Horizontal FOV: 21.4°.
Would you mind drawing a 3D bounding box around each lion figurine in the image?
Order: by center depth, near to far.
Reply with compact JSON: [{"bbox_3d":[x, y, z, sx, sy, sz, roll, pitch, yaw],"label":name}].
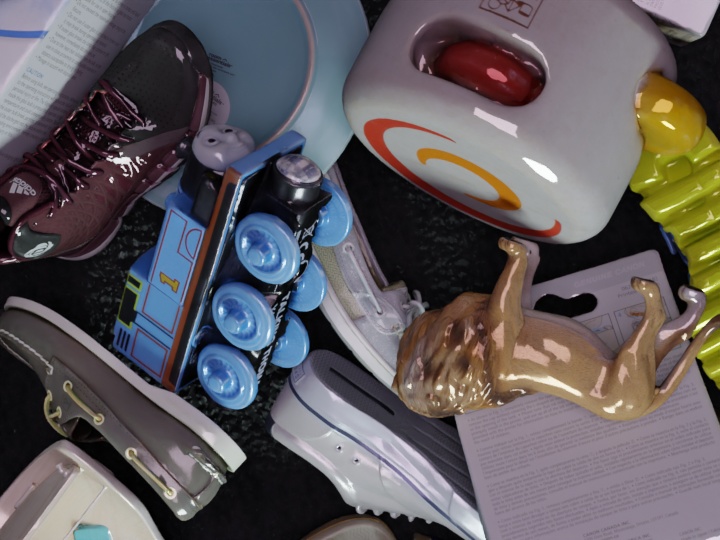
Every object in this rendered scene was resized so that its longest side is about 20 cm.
[{"bbox_3d":[0.124,0.052,1.175,0.199,0.072,0.123,16,97,10],"label":"lion figurine"}]

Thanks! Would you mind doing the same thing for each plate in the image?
[{"bbox_3d":[-0.090,-0.132,1.239,0.199,0.026,0.201,-3,80,16],"label":"plate"}]

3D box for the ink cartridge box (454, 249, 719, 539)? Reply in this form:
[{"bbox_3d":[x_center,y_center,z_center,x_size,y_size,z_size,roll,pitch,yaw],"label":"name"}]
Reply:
[{"bbox_3d":[0.144,0.103,1.216,0.162,0.050,0.201,-17,63,3],"label":"ink cartridge box"}]

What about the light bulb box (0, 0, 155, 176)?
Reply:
[{"bbox_3d":[-0.248,-0.196,1.208,0.198,0.125,0.200,36,93,10],"label":"light bulb box"}]

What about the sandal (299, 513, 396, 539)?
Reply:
[{"bbox_3d":[-0.051,0.242,1.254,0.200,0.054,0.080,-35,109,-13],"label":"sandal"}]

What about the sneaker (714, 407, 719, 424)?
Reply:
[{"bbox_3d":[0.187,0.095,1.248,0.199,0.070,0.076,9,99,2],"label":"sneaker"}]

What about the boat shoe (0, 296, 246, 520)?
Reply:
[{"bbox_3d":[-0.168,0.086,1.233,0.201,0.072,0.060,32,76,22],"label":"boat shoe"}]

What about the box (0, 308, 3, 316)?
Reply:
[{"bbox_3d":[-0.285,0.078,1.196,0.060,0.200,0.117,14,92,1],"label":"box"}]

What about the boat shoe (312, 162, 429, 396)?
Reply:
[{"bbox_3d":[0.000,-0.001,1.251,0.065,0.074,0.202,-34,85,7],"label":"boat shoe"}]

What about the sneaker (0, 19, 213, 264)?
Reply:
[{"bbox_3d":[-0.175,-0.067,1.191,0.076,0.115,0.200,46,125,15],"label":"sneaker"}]

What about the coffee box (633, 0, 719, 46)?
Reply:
[{"bbox_3d":[0.136,-0.220,1.218,0.199,0.114,0.080,24,93,1],"label":"coffee box"}]

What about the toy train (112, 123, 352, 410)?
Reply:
[{"bbox_3d":[-0.082,-0.003,1.189,0.114,0.087,0.200,33,130,17],"label":"toy train"}]

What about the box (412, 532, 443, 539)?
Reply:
[{"bbox_3d":[0.119,0.258,1.278,0.199,0.032,0.122,13,93,2],"label":"box"}]

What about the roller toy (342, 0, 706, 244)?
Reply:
[{"bbox_3d":[0.095,-0.116,1.170,0.182,0.200,0.140,35,77,-28],"label":"roller toy"}]

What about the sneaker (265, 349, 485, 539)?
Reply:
[{"bbox_3d":[0.027,0.133,1.266,0.200,0.073,0.071,38,119,-2],"label":"sneaker"}]

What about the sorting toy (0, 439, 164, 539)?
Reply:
[{"bbox_3d":[-0.187,0.237,1.258,0.180,0.107,0.200,39,85,-12],"label":"sorting toy"}]

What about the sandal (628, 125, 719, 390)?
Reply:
[{"bbox_3d":[0.238,-0.005,1.225,0.079,0.087,0.201,-21,80,18],"label":"sandal"}]
